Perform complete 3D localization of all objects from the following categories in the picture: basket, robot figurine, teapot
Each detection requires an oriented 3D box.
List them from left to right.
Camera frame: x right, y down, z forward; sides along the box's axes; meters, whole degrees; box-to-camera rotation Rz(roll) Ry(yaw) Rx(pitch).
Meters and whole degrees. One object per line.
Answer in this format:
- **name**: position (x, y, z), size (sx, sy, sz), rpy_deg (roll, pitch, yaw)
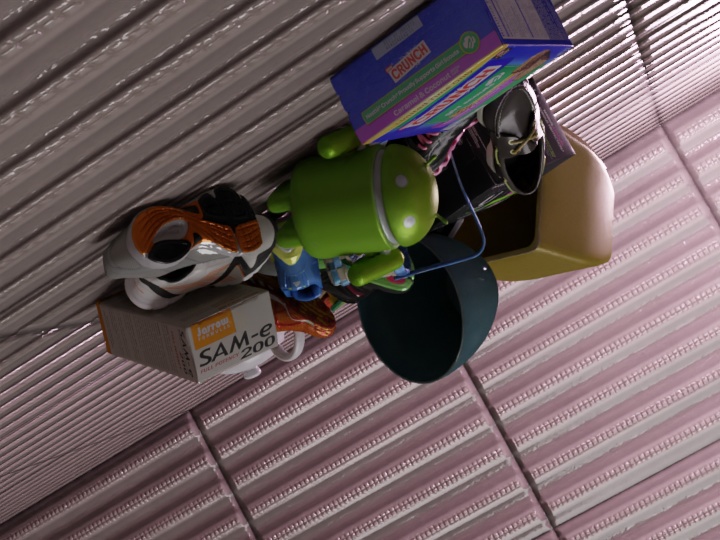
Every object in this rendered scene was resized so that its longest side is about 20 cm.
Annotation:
- **teapot**: position (-0.171, 0.079, 1.821), size (0.195, 0.148, 0.200), rpy_deg (-22, -176, 3)
- **robot figurine**: position (-0.002, -0.077, 1.474), size (0.197, 0.178, 0.116), rpy_deg (-7, -163, 18)
- **basket**: position (0.037, -0.070, 1.612), size (0.198, 0.178, 0.139), rpy_deg (-22, -175, 3)

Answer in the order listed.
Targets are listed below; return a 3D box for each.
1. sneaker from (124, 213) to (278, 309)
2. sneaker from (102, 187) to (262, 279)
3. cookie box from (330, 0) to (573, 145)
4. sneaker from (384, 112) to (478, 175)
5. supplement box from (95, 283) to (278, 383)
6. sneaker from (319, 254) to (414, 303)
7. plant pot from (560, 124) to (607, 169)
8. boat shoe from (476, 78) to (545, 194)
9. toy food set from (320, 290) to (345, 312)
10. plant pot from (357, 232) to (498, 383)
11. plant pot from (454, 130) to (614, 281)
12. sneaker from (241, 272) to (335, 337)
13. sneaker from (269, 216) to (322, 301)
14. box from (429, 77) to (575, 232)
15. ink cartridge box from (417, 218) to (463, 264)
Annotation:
- **sneaker**: position (-0.175, -0.015, 1.530), size (0.199, 0.074, 0.080), rpy_deg (-28, 171, -28)
- **sneaker**: position (-0.189, -0.034, 1.375), size (0.091, 0.077, 0.199), rpy_deg (-24, 171, 37)
- **cookie box**: position (0.090, -0.199, 1.256), size (0.170, 0.076, 0.199), rpy_deg (-32, 173, 28)
- **sneaker**: position (0.093, -0.176, 1.500), size (0.200, 0.079, 0.095), rpy_deg (-43, 165, 11)
- **supplement box**: position (-0.210, 0.063, 1.580), size (0.125, 0.074, 0.199), rpy_deg (-24, -157, -37)
- **sneaker**: position (0.000, 0.000, 1.745), size (0.198, 0.084, 0.077), rpy_deg (11, -125, 43)
- **plant pot**: position (0.284, -0.172, 2.149), size (0.199, 0.136, 0.200), rpy_deg (-30, 175, -3)
- **boat shoe**: position (0.179, -0.156, 1.497), size (0.071, 0.061, 0.202), rpy_deg (-33, 154, -6)
- **toy food set**: position (0.008, -0.007, 1.897), size (0.197, 0.049, 0.200), rpy_deg (-40, 177, 1)
- **plant pot**: position (0.109, 0.037, 1.779), size (0.134, 0.202, 0.200), rpy_deg (-16, 167, -41)
- **plant pot**: position (0.266, -0.081, 1.934), size (0.198, 0.198, 0.193), rpy_deg (18, 160, -35)
- **sneaker**: position (-0.127, 0.047, 1.697), size (0.073, 0.198, 0.078), rpy_deg (-65, 174, -61)
- **sneaker**: position (-0.085, -0.015, 1.691), size (0.075, 0.107, 0.200), rpy_deg (-10, -175, 7)
- **box**: position (0.158, -0.153, 1.743), size (0.199, 0.125, 0.148), rpy_deg (-22, 171, -46)
- **ink cartridge box**: position (0.118, -0.111, 1.885), size (0.201, 0.039, 0.100), rpy_deg (-80, -167, -47)
